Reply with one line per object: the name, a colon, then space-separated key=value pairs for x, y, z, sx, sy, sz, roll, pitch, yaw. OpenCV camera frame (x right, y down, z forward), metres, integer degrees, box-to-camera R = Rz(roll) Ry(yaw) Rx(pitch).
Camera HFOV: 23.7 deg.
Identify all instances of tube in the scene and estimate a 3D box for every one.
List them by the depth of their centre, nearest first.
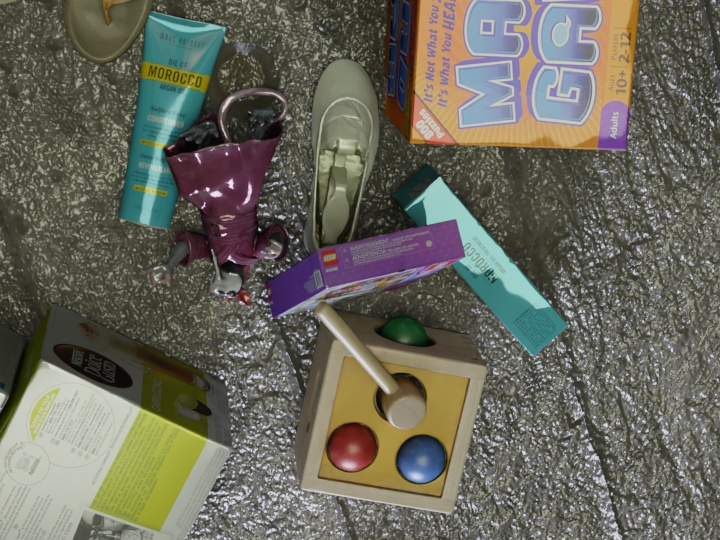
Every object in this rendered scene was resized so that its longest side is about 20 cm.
tube: x=-0.187 y=-0.142 z=1.644 sx=0.077 sy=0.050 sz=0.201 roll=11 pitch=95 yaw=-11

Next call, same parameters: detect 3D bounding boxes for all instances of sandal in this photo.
sandal: x=-0.212 y=-0.287 z=1.595 sx=0.080 sy=0.054 sz=0.201 roll=34 pitch=97 yaw=-4

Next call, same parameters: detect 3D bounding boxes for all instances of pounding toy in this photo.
pounding toy: x=0.020 y=0.121 z=1.674 sx=0.183 sy=0.142 sz=0.201 roll=10 pitch=105 yaw=-10

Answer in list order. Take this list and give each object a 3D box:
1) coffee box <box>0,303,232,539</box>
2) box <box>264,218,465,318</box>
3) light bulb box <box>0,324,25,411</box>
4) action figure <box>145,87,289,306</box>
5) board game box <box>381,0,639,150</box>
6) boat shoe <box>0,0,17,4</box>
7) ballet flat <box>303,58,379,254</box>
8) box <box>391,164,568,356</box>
coffee box: x=-0.254 y=0.180 z=1.628 sx=0.197 sy=0.200 sz=0.201 roll=26 pitch=99 yaw=-12
box: x=0.000 y=0.000 z=1.604 sx=0.136 sy=0.200 sz=0.039 roll=-12 pitch=85 yaw=-19
light bulb box: x=-0.414 y=0.145 z=1.600 sx=0.124 sy=0.200 sz=0.199 roll=26 pitch=99 yaw=-12
action figure: x=-0.133 y=-0.058 z=1.653 sx=0.133 sy=0.149 sz=0.201 roll=1 pitch=123 yaw=5
board game box: x=0.134 y=-0.227 z=1.581 sx=0.198 sy=0.200 sz=0.201 roll=1 pitch=103 yaw=-7
boat shoe: x=-0.286 y=-0.321 z=1.581 sx=0.200 sy=0.062 sz=0.075 roll=-41 pitch=110 yaw=19
ballet flat: x=-0.017 y=-0.102 z=1.661 sx=0.069 sy=0.069 sz=0.202 roll=6 pitch=102 yaw=-8
box: x=0.117 y=-0.011 z=1.690 sx=0.049 sy=0.082 sz=0.200 roll=-41 pitch=105 yaw=2
